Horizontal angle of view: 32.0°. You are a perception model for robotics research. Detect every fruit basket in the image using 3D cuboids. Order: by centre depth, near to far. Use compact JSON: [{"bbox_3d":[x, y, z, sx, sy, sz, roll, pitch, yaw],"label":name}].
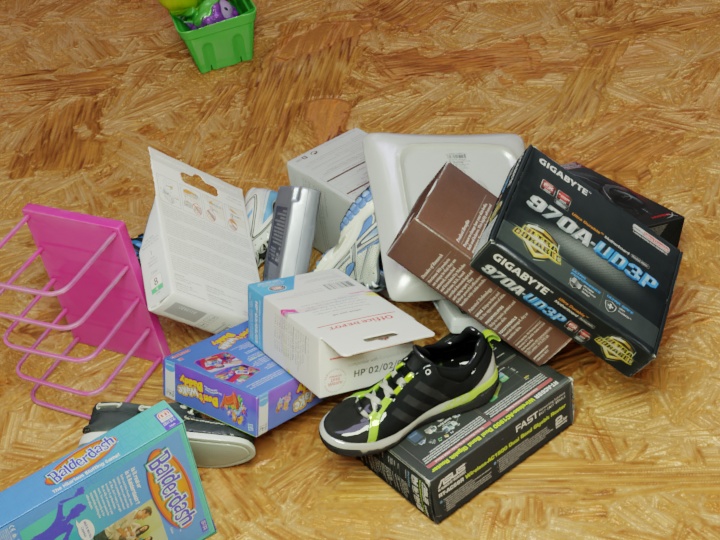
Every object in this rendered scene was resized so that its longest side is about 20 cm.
[{"bbox_3d":[-0.262,-0.449,2.040,0.153,0.218,0.216,-17,37,-9],"label":"fruit basket"}]

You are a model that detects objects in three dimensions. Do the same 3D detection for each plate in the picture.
[{"bbox_3d":[0.111,-0.067,1.365,0.197,0.032,0.203,-2,66,-18],"label":"plate"}]

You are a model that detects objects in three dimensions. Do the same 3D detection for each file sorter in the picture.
[{"bbox_3d":[-0.322,0.052,1.397,0.137,0.202,0.126,11,44,26],"label":"file sorter"}]

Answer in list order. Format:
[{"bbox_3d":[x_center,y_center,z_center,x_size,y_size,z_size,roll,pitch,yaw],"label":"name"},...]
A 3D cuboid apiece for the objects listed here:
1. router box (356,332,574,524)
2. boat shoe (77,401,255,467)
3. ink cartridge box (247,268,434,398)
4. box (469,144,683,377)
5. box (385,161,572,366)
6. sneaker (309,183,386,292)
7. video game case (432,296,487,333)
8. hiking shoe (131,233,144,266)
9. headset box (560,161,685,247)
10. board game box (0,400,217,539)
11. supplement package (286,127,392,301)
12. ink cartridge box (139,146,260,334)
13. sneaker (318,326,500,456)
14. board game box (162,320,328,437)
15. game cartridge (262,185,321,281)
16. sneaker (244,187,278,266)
[{"bbox_3d":[0.098,0.147,1.280,0.199,0.063,0.149,-31,40,-25],"label":"router box"},{"bbox_3d":[-0.200,0.165,1.313,0.197,0.076,0.061,1,55,13],"label":"boat shoe"},{"bbox_3d":[-0.023,0.068,1.288,0.114,0.069,0.199,-10,24,-30],"label":"ink cartridge box"},{"bbox_3d":[0.217,-0.011,1.247,0.199,0.046,0.160,35,46,-6],"label":"box"},{"bbox_3d":[0.135,-0.006,1.274,0.199,0.075,0.101,37,46,-5],"label":"box"},{"bbox_3d":[0.000,0.000,1.414,0.085,0.201,0.077,38,35,12],"label":"sneaker"},{"bbox_3d":[0.168,0.019,1.403,0.197,0.022,0.183,0,27,-15],"label":"video game case"},{"bbox_3d":[-0.278,-0.008,1.581,0.197,0.075,0.087,-6,28,-10],"label":"hiking shoe"},{"bbox_3d":[0.251,-0.057,1.470,0.147,0.078,0.199,-12,33,-35],"label":"headset box"},{"bbox_3d":[-0.242,0.234,1.175,0.198,0.154,0.045,-28,39,-24],"label":"board game box"},{"bbox_3d":[0.017,-0.073,1.545,0.116,0.118,0.199,-28,41,-26],"label":"supplement package"},{"bbox_3d":[-0.187,-0.026,1.449,0.050,0.160,0.202,-33,55,26],"label":"ink cartridge box"},{"bbox_3d":[0.045,0.107,1.222,0.198,0.084,0.072,-23,37,-16],"label":"sneaker"},{"bbox_3d":[-0.096,0.102,1.349,0.133,0.045,0.199,18,26,33],"label":"board game box"},{"bbox_3d":[-0.083,-0.031,1.461,0.040,0.135,0.200,13,2,-10],"label":"game cartridge"},{"bbox_3d":[-0.136,-0.032,1.572,0.071,0.073,0.201,11,44,11],"label":"sneaker"}]
